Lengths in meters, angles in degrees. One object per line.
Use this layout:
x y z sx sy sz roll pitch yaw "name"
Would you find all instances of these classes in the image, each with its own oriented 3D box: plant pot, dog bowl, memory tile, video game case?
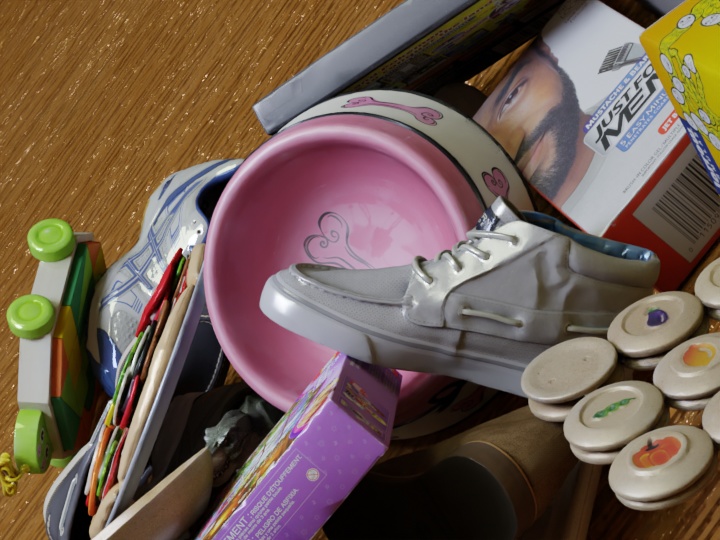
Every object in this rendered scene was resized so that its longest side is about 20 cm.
-0.148 0.167 1.237 0.200 0.028 0.200 -40 0 0 "plant pot"
0.000 0.000 1.320 0.200 0.201 0.074 -42 -11 21 "dog bowl"
0.182 0.033 1.108 0.199 0.017 0.153 -29 27 -6 "memory tile"
0.047 -0.139 1.434 0.199 0.026 0.181 -32 -9 14 "video game case"

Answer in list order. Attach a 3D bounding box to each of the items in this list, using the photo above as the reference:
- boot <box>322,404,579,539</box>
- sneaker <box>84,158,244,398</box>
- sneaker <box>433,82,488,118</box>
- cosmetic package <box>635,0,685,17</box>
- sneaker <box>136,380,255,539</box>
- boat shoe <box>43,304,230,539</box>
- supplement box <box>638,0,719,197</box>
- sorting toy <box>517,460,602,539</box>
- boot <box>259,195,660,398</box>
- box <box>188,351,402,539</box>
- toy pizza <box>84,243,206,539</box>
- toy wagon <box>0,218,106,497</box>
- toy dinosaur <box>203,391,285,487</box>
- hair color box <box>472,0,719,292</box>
0.047 0.115 1.209 0.075 0.074 0.200 -35 5 -33 "boot"
-0.127 0.000 1.648 0.088 0.075 0.201 -20 43 46 "sneaker"
0.042 -0.045 1.426 0.074 0.087 0.201 -32 33 39 "sneaker"
0.202 -0.193 1.349 0.107 0.090 0.200 -49 25 2 "cosmetic package"
-0.093 0.144 1.437 0.079 0.074 0.201 -26 37 32 "sneaker"
-0.140 0.110 1.545 0.201 0.072 0.063 -56 21 12 "boat shoe"
0.236 -0.076 1.109 0.109 0.109 0.200 -35 26 -6 "supplement box"
0.052 0.175 1.221 0.200 0.036 0.186 -27 37 48 "sorting toy"
0.054 0.003 1.219 0.074 0.198 0.096 -97 21 -71 "boot"
-0.038 0.109 1.187 0.137 0.039 0.200 -50 2 7 "box"
-0.130 0.070 1.414 0.200 0.032 0.202 -159 90 -85 "toy pizza"
-0.211 0.070 1.639 0.039 0.156 0.201 2 49 7 "toy wagon"
-0.048 0.103 1.384 0.047 0.089 0.200 -24 8 11 "toy dinosaur"
0.146 -0.076 1.327 0.111 0.064 0.200 -51 26 4 "hair color box"
